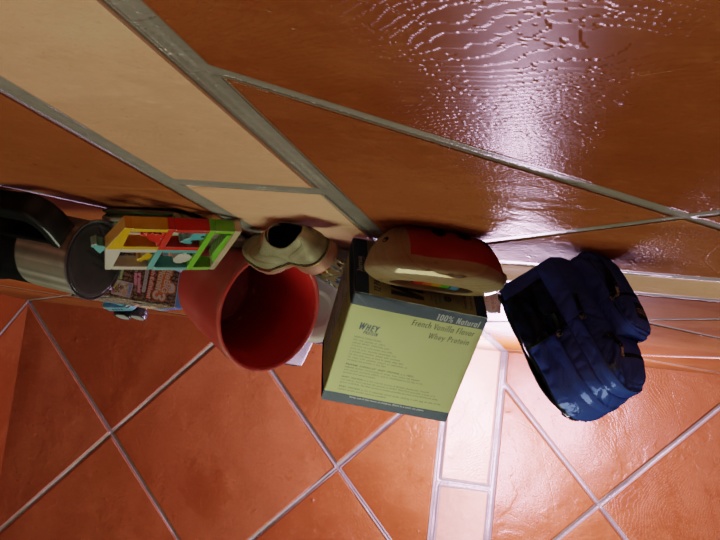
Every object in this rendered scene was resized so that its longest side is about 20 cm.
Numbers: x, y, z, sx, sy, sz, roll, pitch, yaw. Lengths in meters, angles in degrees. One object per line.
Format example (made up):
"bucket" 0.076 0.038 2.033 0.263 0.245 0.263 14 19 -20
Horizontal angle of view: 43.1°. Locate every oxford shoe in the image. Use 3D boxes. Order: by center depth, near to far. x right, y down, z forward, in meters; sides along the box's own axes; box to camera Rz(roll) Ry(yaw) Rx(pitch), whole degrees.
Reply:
"oxford shoe" -0.114 -0.042 1.288 0.198 0.071 0.074 -1 144 48

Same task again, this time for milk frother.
"milk frother" -0.481 -0.001 1.308 0.185 0.203 0.180 10 166 27

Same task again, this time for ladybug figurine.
"ladybug figurine" 0.102 -0.012 1.205 0.197 0.073 0.136 10 172 -17

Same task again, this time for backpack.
"backpack" 0.298 0.089 1.217 0.167 0.203 0.161 -34 153 29

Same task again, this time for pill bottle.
"pill bottle" -0.074 0.075 1.639 0.110 0.115 0.200 7 175 3

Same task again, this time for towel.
"towel" -0.275 -0.061 1.386 0.150 0.024 0.199 3 171 24

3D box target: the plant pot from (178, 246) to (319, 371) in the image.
"plant pot" -0.196 0.044 1.492 0.199 0.204 0.176 14 -175 -44

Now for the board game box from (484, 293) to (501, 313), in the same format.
"board game box" 0.136 0.051 1.710 0.197 0.044 0.198 2 175 32

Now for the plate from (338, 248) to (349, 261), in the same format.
"plate" 0.000 0.000 1.548 0.196 0.033 0.199 10 173 -25

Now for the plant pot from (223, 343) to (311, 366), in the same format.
"plant pot" -0.208 0.117 2.053 0.196 0.181 0.199 3 173 28

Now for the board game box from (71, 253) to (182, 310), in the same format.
"board game box" -0.470 0.018 1.862 0.197 0.099 0.159 11 171 -27

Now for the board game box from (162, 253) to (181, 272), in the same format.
"board game box" -0.275 -0.004 1.750 0.148 0.037 0.200 6 173 9

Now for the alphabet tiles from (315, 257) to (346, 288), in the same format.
"alphabet tiles" -0.037 0.006 1.448 0.198 0.008 0.167 33 165 -16

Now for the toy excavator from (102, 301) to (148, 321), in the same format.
"toy excavator" -0.653 0.046 2.329 0.192 0.102 0.199 -1 156 38

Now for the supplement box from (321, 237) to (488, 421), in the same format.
"supplement box" 0.058 0.088 1.338 0.196 0.202 0.135 11 -146 -9

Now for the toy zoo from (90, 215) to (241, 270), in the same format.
"toy zoo" -0.282 -0.037 1.294 0.197 0.021 0.131 0 155 -29
